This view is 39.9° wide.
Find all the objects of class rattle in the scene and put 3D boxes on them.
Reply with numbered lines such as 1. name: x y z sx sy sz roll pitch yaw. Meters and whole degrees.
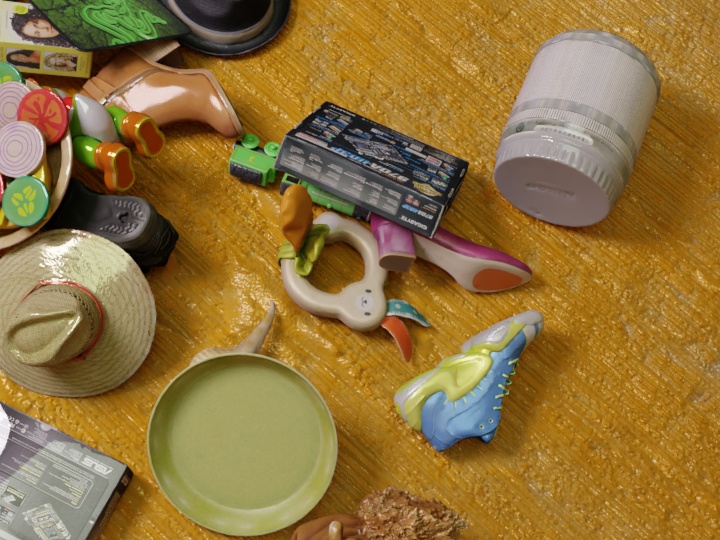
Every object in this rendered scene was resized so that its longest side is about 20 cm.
1. rattle: 0.000 0.000 1.115 0.130 0.143 0.200 -28 66 -34

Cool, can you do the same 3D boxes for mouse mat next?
1. mouse mat: -0.324 -0.331 1.222 0.161 0.008 0.200 -21 54 -38

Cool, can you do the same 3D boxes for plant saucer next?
1. plant saucer: -0.123 0.180 1.044 0.199 0.031 0.201 0 100 1

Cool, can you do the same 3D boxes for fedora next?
1. fedora: -0.183 -0.377 1.268 0.200 0.092 0.201 2 68 -4

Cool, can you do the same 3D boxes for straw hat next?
1. straw hat: -0.322 0.059 1.039 0.201 0.085 0.202 1 101 3

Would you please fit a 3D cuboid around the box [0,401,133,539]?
1. box: -0.364 0.234 1.032 0.200 0.048 0.159 25 69 5

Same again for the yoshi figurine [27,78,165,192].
1. yoshi figurine: -0.322 -0.148 1.130 0.200 0.112 0.112 22 101 25

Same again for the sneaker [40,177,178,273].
1. sneaker: -0.291 -0.048 1.145 0.199 0.114 0.076 12 70 30

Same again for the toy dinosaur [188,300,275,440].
1. toy dinosaur: -0.137 0.118 1.095 0.101 0.058 0.200 40 70 12

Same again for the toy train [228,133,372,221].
1. toy train: -0.065 -0.109 1.197 0.200 0.042 0.056 20 56 3

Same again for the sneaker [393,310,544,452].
1. sneaker: 0.140 0.131 1.115 0.200 0.076 0.105 -32 86 -9

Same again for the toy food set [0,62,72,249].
1. toy food set: -0.397 -0.122 1.060 0.197 0.049 0.200 -9 81 11

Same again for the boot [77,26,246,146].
1. boot: -0.246 -0.189 1.200 0.155 0.074 0.200 -41 66 -11

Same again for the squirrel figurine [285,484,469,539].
1. squirrel figurine: 0.003 0.280 0.972 0.200 0.187 0.142 -38 76 -18

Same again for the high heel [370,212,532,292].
1. high heel: 0.108 -0.033 1.173 0.200 0.067 0.096 6 53 -13

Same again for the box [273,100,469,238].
1. box: 0.018 -0.124 1.163 0.200 0.046 0.159 24 28 5

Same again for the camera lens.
1. camera lens: 0.261 -0.175 1.192 0.160 0.160 0.200 23 68 4

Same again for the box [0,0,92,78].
1. box: -0.422 -0.279 1.177 0.200 0.050 0.075 0 55 -21

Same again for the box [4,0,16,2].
1. box: -0.488 -0.301 1.234 0.082 0.049 0.200 8 68 -2
